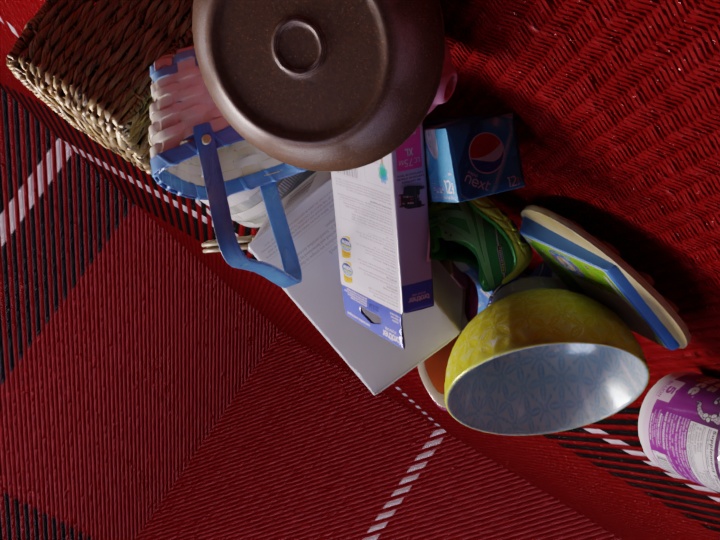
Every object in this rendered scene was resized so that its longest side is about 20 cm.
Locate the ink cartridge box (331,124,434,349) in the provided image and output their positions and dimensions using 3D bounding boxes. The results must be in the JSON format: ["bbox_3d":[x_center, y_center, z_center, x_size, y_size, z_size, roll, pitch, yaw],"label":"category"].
[{"bbox_3d":[0.018,-0.043,1.035,0.119,0.042,0.202,24,121,59],"label":"ink cartridge box"}]

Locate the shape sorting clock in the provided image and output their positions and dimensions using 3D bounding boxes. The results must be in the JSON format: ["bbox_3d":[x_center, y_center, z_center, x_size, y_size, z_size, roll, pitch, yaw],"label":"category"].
[{"bbox_3d":[0.233,0.004,1.106,0.199,0.039,0.200,38,174,5],"label":"shape sorting clock"}]

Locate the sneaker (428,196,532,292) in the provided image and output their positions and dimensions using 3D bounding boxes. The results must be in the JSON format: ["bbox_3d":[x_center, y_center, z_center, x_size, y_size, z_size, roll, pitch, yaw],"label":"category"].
[{"bbox_3d":[0.082,-0.058,1.171,0.200,0.084,0.074,44,177,24],"label":"sneaker"}]

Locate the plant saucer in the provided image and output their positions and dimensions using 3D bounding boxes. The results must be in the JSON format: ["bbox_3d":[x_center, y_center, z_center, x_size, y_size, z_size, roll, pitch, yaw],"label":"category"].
[{"bbox_3d":[-0.039,-0.164,0.835,0.199,0.201,0.037,35,-151,5],"label":"plant saucer"}]

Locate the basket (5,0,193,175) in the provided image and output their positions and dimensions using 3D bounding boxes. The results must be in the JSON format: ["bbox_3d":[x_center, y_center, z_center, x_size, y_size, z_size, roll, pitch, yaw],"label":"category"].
[{"bbox_3d":[-0.209,-0.216,1.117,0.148,0.201,0.143,30,171,15],"label":"basket"}]

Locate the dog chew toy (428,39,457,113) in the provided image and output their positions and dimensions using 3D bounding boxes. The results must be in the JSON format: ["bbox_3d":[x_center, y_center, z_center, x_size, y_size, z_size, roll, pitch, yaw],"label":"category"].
[{"bbox_3d":[-0.018,-0.176,0.905,0.198,0.125,0.125,24,167,20],"label":"dog chew toy"}]

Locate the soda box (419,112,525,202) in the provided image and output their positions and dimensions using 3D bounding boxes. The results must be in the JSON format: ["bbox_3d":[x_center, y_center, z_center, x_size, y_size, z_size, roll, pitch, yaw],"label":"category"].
[{"bbox_3d":[0.066,-0.100,1.040,0.200,0.067,0.065,-170,67,-68],"label":"soda box"}]

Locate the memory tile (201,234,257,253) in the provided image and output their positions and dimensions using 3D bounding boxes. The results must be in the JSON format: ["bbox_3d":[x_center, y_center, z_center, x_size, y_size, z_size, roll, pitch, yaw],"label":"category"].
[{"bbox_3d":[-0.077,-0.038,1.350,0.152,0.017,0.199,-6,-178,-44],"label":"memory tile"}]

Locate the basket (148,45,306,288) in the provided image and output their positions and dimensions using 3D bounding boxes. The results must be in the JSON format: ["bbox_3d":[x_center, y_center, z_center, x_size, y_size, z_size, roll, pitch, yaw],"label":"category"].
[{"bbox_3d":[-0.106,-0.089,1.030,0.176,0.138,0.202,37,-147,-73],"label":"basket"}]

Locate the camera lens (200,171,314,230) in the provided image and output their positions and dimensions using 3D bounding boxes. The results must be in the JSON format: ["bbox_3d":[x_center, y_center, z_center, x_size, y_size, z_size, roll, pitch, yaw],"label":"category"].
[{"bbox_3d":[-0.143,-0.151,1.282,0.199,0.161,0.159,35,173,-41],"label":"camera lens"}]

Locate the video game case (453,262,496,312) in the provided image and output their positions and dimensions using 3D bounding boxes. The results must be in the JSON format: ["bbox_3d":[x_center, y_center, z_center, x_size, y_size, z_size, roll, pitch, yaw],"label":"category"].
[{"bbox_3d":[0.091,0.037,1.431,0.180,0.046,0.200,-15,143,30],"label":"video game case"}]

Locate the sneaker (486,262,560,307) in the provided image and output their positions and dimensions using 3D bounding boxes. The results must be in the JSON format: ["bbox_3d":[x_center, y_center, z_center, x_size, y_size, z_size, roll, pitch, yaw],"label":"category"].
[{"bbox_3d":[0.191,0.042,1.313,0.115,0.081,0.200,29,170,25],"label":"sneaker"}]

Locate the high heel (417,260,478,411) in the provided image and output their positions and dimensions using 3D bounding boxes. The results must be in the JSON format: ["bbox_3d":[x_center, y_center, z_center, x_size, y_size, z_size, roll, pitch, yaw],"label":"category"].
[{"bbox_3d":[0.109,0.080,1.267,0.067,0.202,0.096,-13,139,23],"label":"high heel"}]

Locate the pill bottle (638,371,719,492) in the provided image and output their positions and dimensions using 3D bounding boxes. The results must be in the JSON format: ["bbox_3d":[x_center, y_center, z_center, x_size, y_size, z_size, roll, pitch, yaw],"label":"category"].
[{"bbox_3d":[0.383,0.172,1.178,0.112,0.113,0.200,39,169,-23],"label":"pill bottle"}]

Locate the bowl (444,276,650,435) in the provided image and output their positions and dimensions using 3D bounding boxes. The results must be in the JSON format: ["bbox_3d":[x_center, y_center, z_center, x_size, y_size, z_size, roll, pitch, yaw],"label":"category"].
[{"bbox_3d":[0.175,0.073,1.144,0.198,0.109,0.201,-4,147,-2],"label":"bowl"}]

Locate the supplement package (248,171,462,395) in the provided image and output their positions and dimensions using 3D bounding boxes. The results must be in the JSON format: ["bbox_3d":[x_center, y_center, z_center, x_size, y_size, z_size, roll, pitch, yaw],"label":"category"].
[{"bbox_3d":[0.000,0.000,1.173,0.200,0.117,0.117,50,-164,-11],"label":"supplement package"}]
